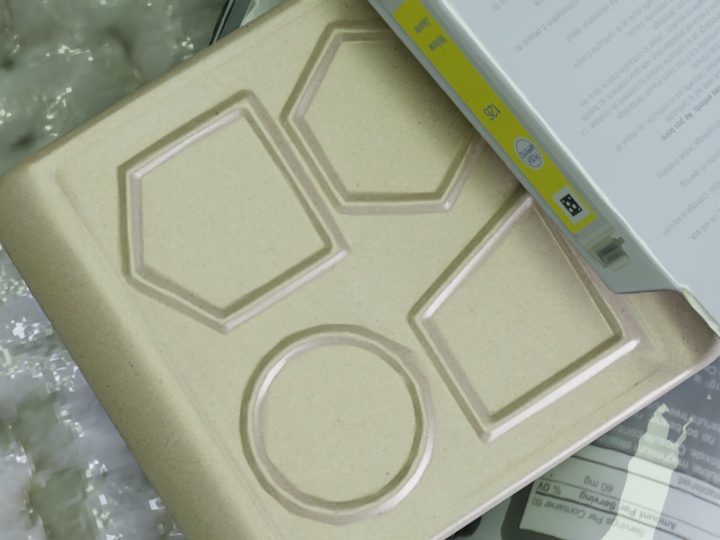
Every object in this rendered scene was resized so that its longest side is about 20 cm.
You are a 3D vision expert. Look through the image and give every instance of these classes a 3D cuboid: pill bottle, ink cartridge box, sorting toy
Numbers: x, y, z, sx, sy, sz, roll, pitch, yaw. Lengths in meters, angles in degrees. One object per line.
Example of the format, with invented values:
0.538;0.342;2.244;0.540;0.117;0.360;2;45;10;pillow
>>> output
0.099;0.081;1.025;0.113;0.114;0.201;20;80;-3;pill bottle
0.128;-0.087;0.959;0.198;0.047;0.200;-40;93;-27;ink cartridge box
0.000;0.000;0.961;0.200;0.036;0.185;-32;89;-7;sorting toy

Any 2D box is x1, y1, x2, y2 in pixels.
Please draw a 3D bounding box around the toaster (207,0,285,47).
-0.002;-0.069;1.040;0.129;0.114;0.200;24;78;-5;toaster
